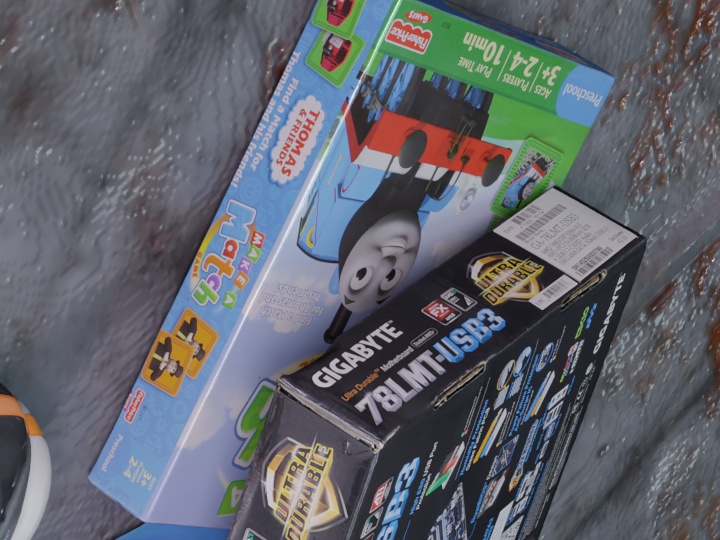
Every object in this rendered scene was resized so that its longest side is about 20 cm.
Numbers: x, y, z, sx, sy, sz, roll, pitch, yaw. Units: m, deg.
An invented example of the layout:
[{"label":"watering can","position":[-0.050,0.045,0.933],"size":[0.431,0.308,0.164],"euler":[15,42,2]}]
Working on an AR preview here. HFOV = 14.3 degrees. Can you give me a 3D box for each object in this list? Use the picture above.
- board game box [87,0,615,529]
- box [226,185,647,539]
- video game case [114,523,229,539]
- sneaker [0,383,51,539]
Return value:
[{"label":"board game box","position":[0.000,0.000,1.032],"size":[0.151,0.037,0.201],"euler":[12,108,-56]},{"label":"box","position":[0.013,0.091,1.025],"size":[0.198,0.050,0.201],"euler":[-32,146,-51]},{"label":"video game case","position":[-0.123,0.199,1.027],"size":[0.199,0.045,0.182],"euler":[-26,135,-38]},{"label":"sneaker","position":[-0.170,0.114,0.856],"size":[0.201,0.077,0.112],"euler":[-67,164,-7]}]
